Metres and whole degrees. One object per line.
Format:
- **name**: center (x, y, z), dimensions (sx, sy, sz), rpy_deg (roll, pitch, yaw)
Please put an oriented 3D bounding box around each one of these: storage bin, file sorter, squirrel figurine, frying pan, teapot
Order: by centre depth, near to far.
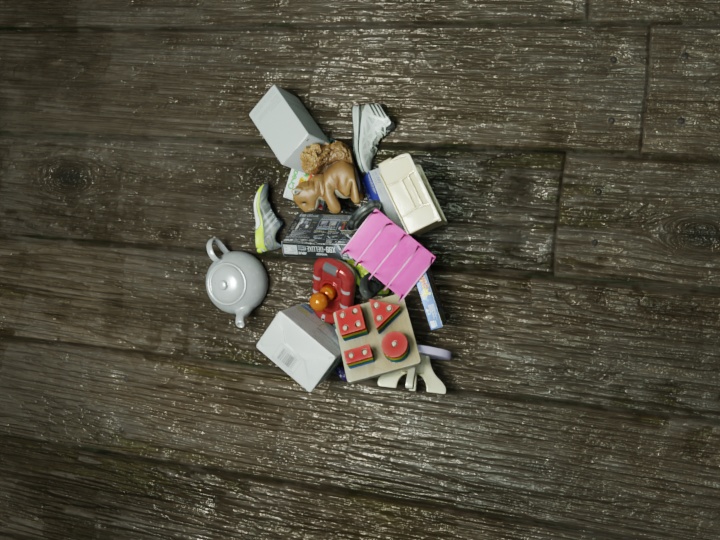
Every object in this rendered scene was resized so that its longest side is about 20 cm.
- **file sorter**: center (0.067, -0.036, 1.433), dimensions (0.200, 0.125, 0.139), rpy_deg (39, 101, 2)
- **storage bin**: center (0.140, -0.198, 1.523), dimensions (0.093, 0.200, 0.200), rpy_deg (-26, 86, 14)
- **squirrel figurine**: center (-0.102, -0.252, 1.574), dimensions (0.185, 0.142, 0.202), rpy_deg (-12, 109, 8)
- **frying pan**: center (-0.012, -0.141, 1.575), dimensions (0.031, 0.189, 0.115), rpy_deg (47, 57, -27)
- **teapot**: center (-0.372, 0.033, 1.670), dimensions (0.199, 0.146, 0.199), rpy_deg (23, 96, 12)

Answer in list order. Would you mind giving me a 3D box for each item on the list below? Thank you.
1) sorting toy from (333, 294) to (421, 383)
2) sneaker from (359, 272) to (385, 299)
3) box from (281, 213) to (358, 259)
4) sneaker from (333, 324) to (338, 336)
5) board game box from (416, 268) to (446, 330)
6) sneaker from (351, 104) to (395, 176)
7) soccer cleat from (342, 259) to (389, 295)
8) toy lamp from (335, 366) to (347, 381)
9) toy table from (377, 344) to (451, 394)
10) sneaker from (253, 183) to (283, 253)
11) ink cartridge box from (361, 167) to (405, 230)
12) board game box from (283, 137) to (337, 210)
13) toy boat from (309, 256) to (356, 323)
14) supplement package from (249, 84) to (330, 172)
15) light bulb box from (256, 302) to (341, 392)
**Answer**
- **sorting toy**: center (0.037, 0.166, 1.500), dimensions (0.197, 0.070, 0.202), rpy_deg (-16, 62, 4)
- **sneaker**: center (0.075, -0.001, 1.562), dimensions (0.104, 0.200, 0.060), rpy_deg (-34, 98, 38)
- **box**: center (-0.102, -0.098, 1.601), dimensions (0.198, 0.158, 0.050), rpy_deg (3, 126, 12)
- **sneaker**: center (0.018, 0.127, 1.597), dimensions (0.199, 0.073, 0.071), rpy_deg (-32, 94, -15)
- **board game box**: center (0.182, 0.052, 1.554), dimensions (0.034, 0.135, 0.202), rpy_deg (-18, 89, 13)
- **sneaker**: center (0.040, -0.367, 1.602), dimensions (0.114, 0.076, 0.203), rpy_deg (-5, 88, 14)
- **soccer cleat**: center (-0.001, 0.000, 1.627), dimensions (0.199, 0.065, 0.084), rpy_deg (30, 102, 11)
- **toy lamp**: center (0.010, 0.227, 1.637), dimensions (0.058, 0.058, 0.200), rpy_deg (40, 100, 8)
- **toy table**: center (0.141, 0.265, 1.561), dimensions (0.198, 0.184, 0.118), rpy_deg (3, 75, 21)
- **sneaker**: center (-0.265, -0.153, 1.686), dimensions (0.080, 0.074, 0.202), rpy_deg (-1, 97, 3)
- **ink cartridge box**: center (0.067, -0.174, 1.589), dimensions (0.044, 0.094, 0.202), rpy_deg (-20, 87, -15)
- **board game box**: center (-0.134, -0.288, 1.663), dimensions (0.125, 0.035, 0.202), rpy_deg (19, 95, 12)
- **toy boat**: center (-0.092, 0.067, 1.588), dimensions (0.130, 0.131, 0.201), rpy_deg (25, 132, 22)
- **supplement package**: center (-0.195, -0.390, 1.601), dimensions (0.117, 0.117, 0.201), rpy_deg (-42, 66, 20)
- **light bulb box**: center (-0.149, 0.205, 1.598), dimensions (0.198, 0.200, 0.125), rpy_deg (39, 101, 9)
